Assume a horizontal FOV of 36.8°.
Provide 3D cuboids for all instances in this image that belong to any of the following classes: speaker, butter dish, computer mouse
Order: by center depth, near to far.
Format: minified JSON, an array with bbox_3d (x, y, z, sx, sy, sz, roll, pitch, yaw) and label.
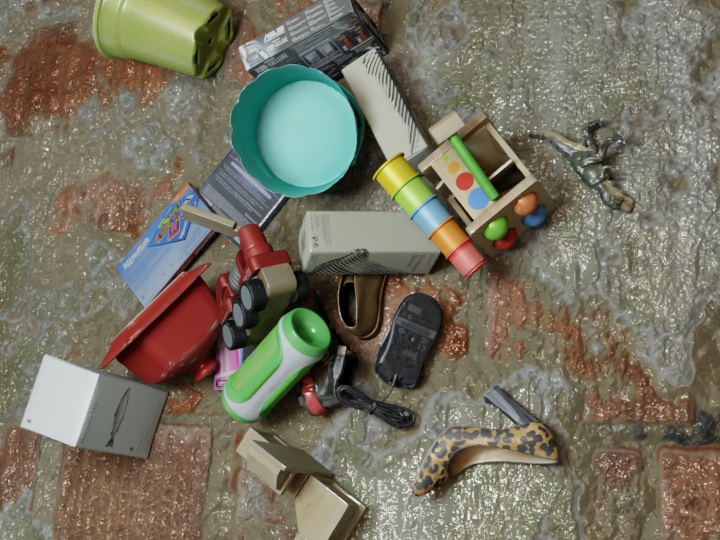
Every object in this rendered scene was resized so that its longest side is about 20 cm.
[{"bbox_3d":[-0.127,0.144,1.604,0.200,0.088,0.089,-47,61,34],"label":"speaker"},{"bbox_3d":[0.035,0.122,1.609,0.139,0.046,0.202,17,85,-5],"label":"computer mouse"},{"bbox_3d":[-0.287,0.111,1.705,0.148,0.200,0.200,46,59,-6],"label":"butter dish"}]

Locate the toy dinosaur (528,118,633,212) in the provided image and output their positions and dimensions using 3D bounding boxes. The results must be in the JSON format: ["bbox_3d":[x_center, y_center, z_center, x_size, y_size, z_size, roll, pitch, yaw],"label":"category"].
[{"bbox_3d":[0.337,-0.173,1.581,0.088,0.047,0.200,-49,60,12],"label":"toy dinosaur"}]

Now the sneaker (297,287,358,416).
[{"bbox_3d":[-0.053,0.116,1.656,0.097,0.071,0.203,-16,73,19],"label":"sneaker"}]

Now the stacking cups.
[{"bbox_3d":[0.100,-0.075,1.553,0.060,0.060,0.201,-39,80,9],"label":"stacking cups"}]

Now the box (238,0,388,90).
[{"bbox_3d":[-0.073,-0.354,1.741,0.198,0.158,0.050,-26,68,15],"label":"box"}]

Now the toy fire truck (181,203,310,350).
[{"bbox_3d":[-0.185,-0.002,1.618,0.127,0.176,0.201,-12,64,-28],"label":"toy fire truck"}]

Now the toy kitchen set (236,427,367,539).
[{"bbox_3d":[-0.136,0.353,1.576,0.199,0.163,0.181,33,90,27],"label":"toy kitchen set"}]

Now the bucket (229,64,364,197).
[{"bbox_3d":[-0.093,-0.217,1.691,0.204,0.135,0.210,1,96,6],"label":"bucket"}]

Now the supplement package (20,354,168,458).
[{"bbox_3d":[-0.416,0.219,1.711,0.116,0.200,0.118,15,83,25],"label":"supplement package"}]

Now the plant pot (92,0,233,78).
[{"bbox_3d":[-0.326,-0.426,1.865,0.183,0.200,0.202,25,87,14],"label":"plant pot"}]

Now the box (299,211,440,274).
[{"bbox_3d":[0.012,-0.040,1.601,0.197,0.082,0.069,-1,65,-12],"label":"box"}]

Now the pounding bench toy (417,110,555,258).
[{"bbox_3d":[0.177,-0.126,1.549,0.124,0.200,0.157,-39,64,9],"label":"pounding bench toy"}]

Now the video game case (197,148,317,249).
[{"bbox_3d":[-0.178,-0.151,1.809,0.143,0.019,0.200,41,94,26],"label":"video game case"}]

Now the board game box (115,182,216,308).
[{"bbox_3d":[-0.324,-0.041,1.832,0.200,0.019,0.103,-48,64,12],"label":"board game box"}]

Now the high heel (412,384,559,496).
[{"bbox_3d":[0.175,0.273,1.513,0.200,0.071,0.142,-46,57,-4],"label":"high heel"}]

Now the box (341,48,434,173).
[{"bbox_3d":[0.048,-0.243,1.702,0.068,0.082,0.201,-31,68,11],"label":"box"}]

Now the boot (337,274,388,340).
[{"bbox_3d":[0.000,0.000,1.662,0.073,0.075,0.202,-7,72,23],"label":"boot"}]

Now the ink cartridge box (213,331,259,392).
[{"bbox_3d":[-0.181,0.095,1.737,0.094,0.037,0.202,-3,73,22],"label":"ink cartridge box"}]
